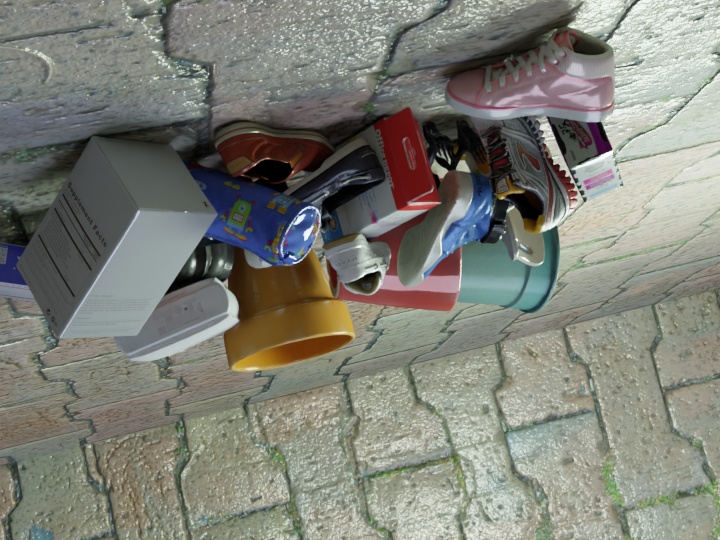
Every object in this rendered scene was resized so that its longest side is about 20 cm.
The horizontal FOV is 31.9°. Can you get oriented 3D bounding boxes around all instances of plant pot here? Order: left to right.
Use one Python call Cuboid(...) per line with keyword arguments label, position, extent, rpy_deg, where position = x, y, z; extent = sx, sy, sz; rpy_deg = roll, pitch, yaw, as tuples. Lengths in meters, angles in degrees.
Cuboid(label="plant pot", position=(-0.124, 0.039, 1.935), extent=(0.198, 0.186, 0.200), rpy_deg=(-14, 168, -3))
Cuboid(label="plant pot", position=(0.043, -0.035, 1.857), extent=(0.175, 0.203, 0.201), rpy_deg=(-2, 165, -9))
Cuboid(label="plant pot", position=(0.191, -0.029, 2.044), extent=(0.194, 0.203, 0.200), rpy_deg=(-1, 163, -23))

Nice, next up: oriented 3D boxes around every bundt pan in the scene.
Cuboid(label="bundt pan", position=(-0.273, -0.003, 1.832), extent=(0.199, 0.077, 0.202), rpy_deg=(-14, 168, -3))

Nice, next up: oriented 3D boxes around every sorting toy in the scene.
Cuboid(label="sorting toy", position=(0.208, -0.097, 1.755), extent=(0.106, 0.182, 0.199), rpy_deg=(-20, 166, 23))

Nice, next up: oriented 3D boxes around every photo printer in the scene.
Cuboid(label="photo printer", position=(-0.252, 0.072, 1.774), extent=(0.165, 0.070, 0.200), rpy_deg=(-23, 176, -3))

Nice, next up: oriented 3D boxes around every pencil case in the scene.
Cuboid(label="pencil case", position=(-0.146, -0.066, 1.481), extent=(0.198, 0.088, 0.078), rpy_deg=(20, 175, 26))

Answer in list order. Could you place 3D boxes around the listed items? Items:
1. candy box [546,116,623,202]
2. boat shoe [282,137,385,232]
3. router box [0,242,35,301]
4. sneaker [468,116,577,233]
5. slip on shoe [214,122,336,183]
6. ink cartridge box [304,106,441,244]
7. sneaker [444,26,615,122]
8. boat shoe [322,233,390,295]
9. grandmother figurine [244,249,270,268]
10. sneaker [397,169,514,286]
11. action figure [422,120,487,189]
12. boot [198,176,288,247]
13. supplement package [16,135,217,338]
Cuboid(label="candy box", position=(0.274, -0.176, 1.589), extent=(0.060, 0.138, 0.200), rpy_deg=(-23, 166, 12))
Cuboid(label="boat shoe", position=(-0.056, -0.079, 1.552), extent=(0.199, 0.063, 0.073), rpy_deg=(-38, 170, 7))
Cuboid(label="router box", position=(-0.384, 0.011, 1.618), extent=(0.197, 0.050, 0.179), rpy_deg=(9, 171, -16))
Cuboid(label="sneaker", position=(0.193, -0.136, 1.571), extent=(0.082, 0.201, 0.078), rpy_deg=(-43, -168, -31))
Cuboid(label="slip on shoe", position=(-0.097, -0.133, 1.516), extent=(0.074, 0.062, 0.199), rpy_deg=(-25, 166, 31))
Cuboid(label="ink cartridge box", position=(0.026, -0.116, 1.601), extent=(0.067, 0.118, 0.199), rpy_deg=(-4, 164, -47))
Cuboid(label="sneaker", position=(0.197, -0.231, 1.445), extent=(0.197, 0.076, 0.106), rpy_deg=(4, 133, 6))
Cuboid(label="boat shoe", position=(0.000, 0.000, 1.644), extent=(0.070, 0.070, 0.200), rpy_deg=(-20, 171, 14))
Cuboid(label="grandmother figurine", position=(-0.102, -0.053, 1.693), extent=(0.121, 0.061, 0.200), rpy_deg=(-30, -171, 26))
Cuboid(label="sneaker", position=(0.130, -0.047, 1.663), extent=(0.110, 0.077, 0.201), rpy_deg=(7, 133, -26))
Cuboid(label="action figure", position=(0.077, -0.120, 1.686), extent=(0.118, 0.103, 0.200), rpy_deg=(-4, 161, -32))
Cuboid(label="boot", position=(-0.206, -0.072, 1.605), extent=(0.198, 0.077, 0.168), rpy_deg=(-13, 171, -35))
Cuboid(label="supplement package", position=(-0.278, -0.035, 1.430), extent=(0.121, 0.120, 0.201), rpy_deg=(1, 134, -50))
